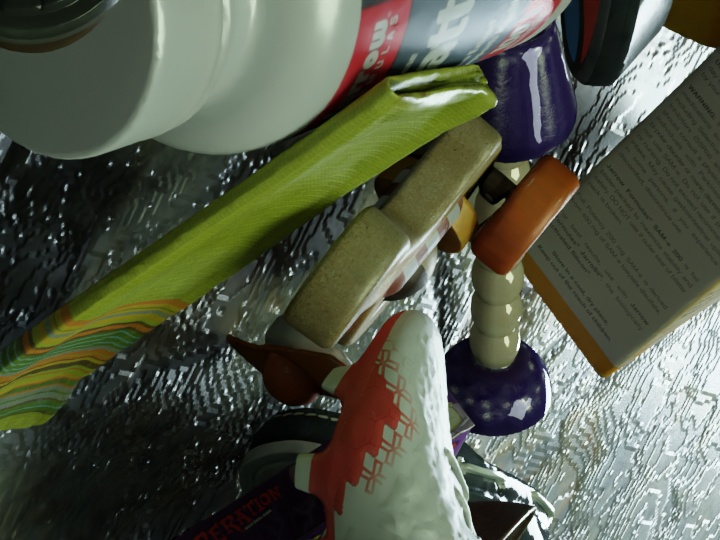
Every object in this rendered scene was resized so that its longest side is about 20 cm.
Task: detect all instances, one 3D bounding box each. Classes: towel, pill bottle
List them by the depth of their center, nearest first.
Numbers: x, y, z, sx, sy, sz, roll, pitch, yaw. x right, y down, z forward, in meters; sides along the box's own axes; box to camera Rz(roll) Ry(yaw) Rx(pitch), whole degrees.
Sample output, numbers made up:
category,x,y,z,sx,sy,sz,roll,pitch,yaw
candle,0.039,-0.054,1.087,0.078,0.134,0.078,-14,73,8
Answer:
category,x,y,z,sx,sy,sz,roll,pitch,yaw
pill bottle,-0.027,-0.101,0.839,0.200,0.119,0.120,-26,136,-47
towel,-0.050,-0.002,0.871,0.199,0.018,0.086,-34,175,22

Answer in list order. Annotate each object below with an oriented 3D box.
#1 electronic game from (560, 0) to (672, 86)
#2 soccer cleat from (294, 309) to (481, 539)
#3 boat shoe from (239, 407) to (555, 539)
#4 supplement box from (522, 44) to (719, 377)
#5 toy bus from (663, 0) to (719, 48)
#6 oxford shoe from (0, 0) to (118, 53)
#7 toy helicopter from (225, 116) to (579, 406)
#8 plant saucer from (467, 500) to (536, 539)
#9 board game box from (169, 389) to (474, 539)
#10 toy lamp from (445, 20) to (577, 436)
category,x,y,z,sx,sy,sz,roll,pitch,yaw
electronic game,0.085,-0.163,0.952,0.200,0.041,0.202,-177,-90,-88
soccer cleat,0.022,0.114,0.889,0.069,0.085,0.202,32,63,-66
boat shoe,0.017,0.091,1.146,0.200,0.075,0.061,42,49,-52
supplement box,0.167,-0.050,1.157,0.126,0.074,0.200,-30,169,-40
toy bus,0.163,-0.196,1.125,0.078,0.065,0.201,-24,135,-46
oxford shoe,-0.075,-0.120,0.700,0.085,0.072,0.201,95,-5,-50
toy helicopter,0.000,0.000,0.974,0.132,0.079,0.200,-50,177,11
plant saucer,-0.008,0.157,1.034,0.201,0.032,0.200,-51,171,-11
board game box,-0.031,0.115,1.027,0.120,0.032,0.200,-27,162,-23
toy lamp,0.054,-0.021,1.114,0.058,0.058,0.201,-39,147,-35
